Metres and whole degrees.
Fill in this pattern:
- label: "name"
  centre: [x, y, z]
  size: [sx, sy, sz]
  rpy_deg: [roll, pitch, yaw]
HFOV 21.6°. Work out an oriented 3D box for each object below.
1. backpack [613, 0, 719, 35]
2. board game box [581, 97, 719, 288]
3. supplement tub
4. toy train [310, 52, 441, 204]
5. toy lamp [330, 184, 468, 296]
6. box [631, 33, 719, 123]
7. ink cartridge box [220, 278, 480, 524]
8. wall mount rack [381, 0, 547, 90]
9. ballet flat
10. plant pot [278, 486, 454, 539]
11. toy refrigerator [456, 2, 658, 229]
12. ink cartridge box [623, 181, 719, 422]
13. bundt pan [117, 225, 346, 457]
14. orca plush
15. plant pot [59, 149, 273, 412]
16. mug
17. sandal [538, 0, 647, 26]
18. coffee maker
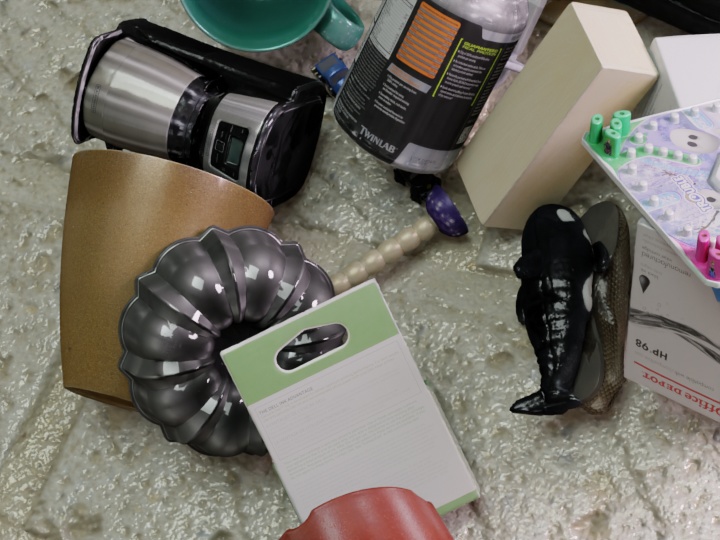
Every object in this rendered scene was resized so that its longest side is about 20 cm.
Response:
- label: "backpack"
  centre: [0.315, -0.289, 1.652]
  size: [0.199, 0.176, 0.154]
  rpy_deg: [34, 68, 16]
- label: "board game box"
  centre: [0.299, -0.078, 1.425]
  size: [0.198, 0.026, 0.200]
  rpy_deg: [-15, 42, -18]
- label: "supplement tub"
  centre: [0.067, -0.195, 1.631]
  size: [0.123, 0.122, 0.201]
  rpy_deg: [48, 123, 33]
- label: "toy train"
  centre: [0.011, -0.136, 1.742]
  size: [0.034, 0.046, 0.200]
  rpy_deg: [-36, 57, -4]
- label: "toy lamp"
  centre: [0.000, 0.000, 1.663]
  size: [0.199, 0.058, 0.058]
  rpy_deg: [-36, 57, -2]
- label: "box"
  centre: [0.295, -0.079, 1.555]
  size: [0.097, 0.125, 0.201]
  rpy_deg: [-5, 57, -14]
- label: "ink cartridge box"
  centre: [-0.008, 0.123, 1.534]
  size: [0.145, 0.048, 0.201]
  rpy_deg: [-25, 95, 3]
- label: "wall mount rack"
  centre: [0.106, -0.272, 1.724]
  size: [0.173, 0.074, 0.201]
  rpy_deg: [35, 107, 36]
- label: "ballet flat"
  centre: [0.204, 0.032, 1.589]
  size: [0.067, 0.046, 0.201]
  rpy_deg: [-29, 43, 41]
- label: "plant pot"
  centre: [0.024, 0.284, 1.425]
  size: [0.200, 0.201, 0.196]
  rpy_deg: [-28, 48, 1]
- label: "toy refrigerator"
  centre: [0.167, -0.127, 1.606]
  size: [0.200, 0.069, 0.076]
  rpy_deg: [-54, 44, 39]
- label: "ink cartridge box"
  centre: [0.271, 0.045, 1.457]
  size: [0.115, 0.201, 0.067]
  rpy_deg: [25, 47, 29]
- label: "bundt pan"
  centre: [-0.099, 0.066, 1.574]
  size: [0.201, 0.202, 0.076]
  rpy_deg: [-39, 17, -6]
- label: "orca plush"
  centre: [0.143, 0.022, 1.571]
  size: [0.105, 0.071, 0.202]
  rpy_deg: [-16, 53, 51]
- label: "plant pot"
  centre: [-0.190, 0.019, 1.661]
  size: [0.185, 0.186, 0.202]
  rpy_deg: [10, 79, 23]
- label: "mug"
  centre: [-0.094, -0.283, 1.785]
  size: [0.151, 0.186, 0.115]
  rpy_deg: [-19, 25, 5]
- label: "sandal"
  centre: [0.169, -0.280, 1.757]
  size: [0.210, 0.070, 0.078]
  rpy_deg: [17, 68, 26]
- label: "coffee maker"
  centre: [-0.135, -0.155, 1.738]
  size: [0.199, 0.135, 0.192]
  rpy_deg: [21, 45, 15]
